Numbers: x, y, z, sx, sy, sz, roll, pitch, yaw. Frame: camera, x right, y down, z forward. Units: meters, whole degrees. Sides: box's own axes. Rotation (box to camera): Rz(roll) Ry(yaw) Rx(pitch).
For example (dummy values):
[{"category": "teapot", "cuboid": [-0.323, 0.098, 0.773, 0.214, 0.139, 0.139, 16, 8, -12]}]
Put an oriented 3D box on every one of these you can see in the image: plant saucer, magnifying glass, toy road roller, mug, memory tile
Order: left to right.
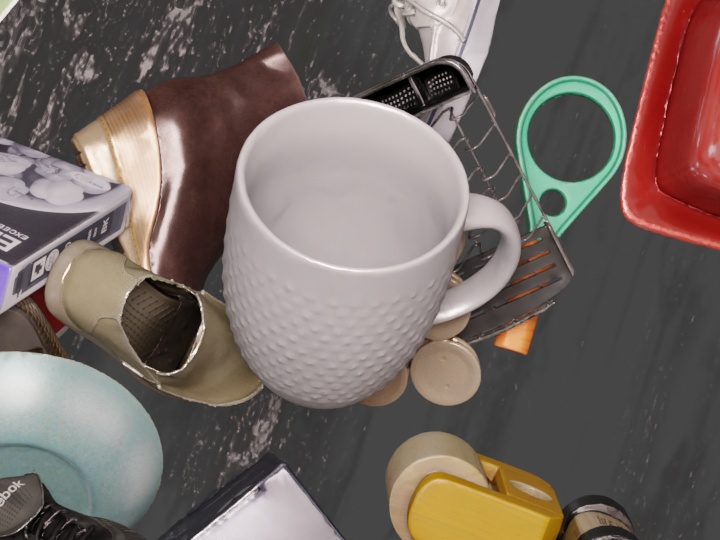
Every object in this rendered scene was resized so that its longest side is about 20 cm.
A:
[{"category": "plant saucer", "cuboid": [-0.230, 0.142, 1.684, 0.200, 0.039, 0.202, -4, 129, -5]}, {"category": "memory tile", "cuboid": [0.000, 0.000, 1.718, 0.153, 0.017, 0.201, -2, 113, 13]}, {"category": "mug", "cuboid": [0.008, -0.002, 1.633, 0.199, 0.176, 0.148, -7, 52, -17]}, {"category": "toy road roller", "cuboid": [0.096, 0.212, 1.730, 0.199, 0.123, 0.146, 24, 97, -4]}, {"category": "magnifying glass", "cuboid": [0.133, -0.040, 1.791, 0.079, 0.022, 0.201, 17, 87, -4]}]

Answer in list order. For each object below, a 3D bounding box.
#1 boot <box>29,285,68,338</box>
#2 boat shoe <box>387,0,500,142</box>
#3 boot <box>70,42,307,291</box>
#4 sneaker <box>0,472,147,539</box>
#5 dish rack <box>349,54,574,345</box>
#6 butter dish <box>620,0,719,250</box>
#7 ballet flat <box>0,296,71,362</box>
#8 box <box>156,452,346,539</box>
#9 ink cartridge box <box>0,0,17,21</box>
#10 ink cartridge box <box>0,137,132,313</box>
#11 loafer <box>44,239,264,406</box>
[{"category": "boot", "cuboid": [-0.271, 0.039, 1.691, 0.199, 0.144, 0.073, -25, 88, -7]}, {"category": "boat shoe", "cuboid": [0.053, -0.191, 1.764, 0.086, 0.075, 0.203, 16, 84, -5]}, {"category": "boot", "cuboid": [-0.092, -0.040, 1.748, 0.166, 0.072, 0.201, -23, 101, -14]}, {"category": "sneaker", "cuboid": [-0.197, 0.170, 1.591, 0.066, 0.200, 0.091, -46, 110, -24]}, {"category": "dish rack", "cuboid": [0.047, -0.039, 1.728, 0.153, 0.055, 0.200, -24, 104, 21]}, {"category": "butter dish", "cuboid": [0.299, -0.109, 1.745, 0.199, 0.148, 0.200, 14, 86, -4]}, {"category": "ballet flat", "cuboid": [-0.215, 0.073, 1.695, 0.067, 0.200, 0.046, -15, 47, 7]}, {"category": "box", "cuboid": [-0.096, 0.227, 1.670, 0.196, 0.200, 0.118, -39, 91, -5]}, {"category": "ink cartridge box", "cuboid": [-0.311, -0.242, 1.741, 0.200, 0.048, 0.146, 39, 85, 1]}, {"category": "ink cartridge box", "cuboid": [-0.283, -0.037, 1.643, 0.197, 0.200, 0.044, 21, 121, 19]}, {"category": "loafer", "cuboid": [-0.123, 0.045, 1.662, 0.200, 0.068, 0.076, 29, 87, -46]}]
